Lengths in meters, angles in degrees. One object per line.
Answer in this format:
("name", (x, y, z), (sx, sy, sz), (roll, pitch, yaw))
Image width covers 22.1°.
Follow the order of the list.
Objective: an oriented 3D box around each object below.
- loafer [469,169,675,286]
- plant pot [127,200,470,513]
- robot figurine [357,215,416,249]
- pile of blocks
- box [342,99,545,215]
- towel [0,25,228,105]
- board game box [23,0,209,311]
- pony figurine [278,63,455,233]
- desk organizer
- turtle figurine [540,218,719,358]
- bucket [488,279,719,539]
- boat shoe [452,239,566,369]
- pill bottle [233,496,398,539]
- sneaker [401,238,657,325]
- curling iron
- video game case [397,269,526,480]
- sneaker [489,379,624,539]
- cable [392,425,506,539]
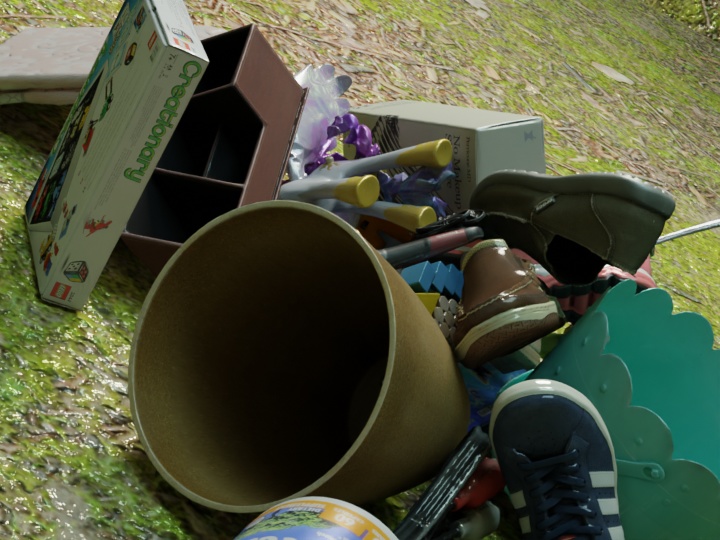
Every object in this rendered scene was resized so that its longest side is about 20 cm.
("loafer", (0.138, -0.028, 1.305), (0.075, 0.070, 0.200), (23, -12, -27))
("plant pot", (-0.013, 0.075, 1.160), (0.186, 0.187, 0.200), (44, 9, 33))
("robot figurine", (0.083, -0.013, 1.609), (0.199, 0.058, 0.145), (27, 22, -6))
("pile of blocks", (0.055, 0.031, 1.332), (0.199, 0.062, 0.083), (10, 68, -50))
("box", (0.064, -0.089, 1.489), (0.068, 0.083, 0.200), (-11, 13, -30))
("towel", (-0.210, -0.166, 1.496), (0.189, 0.032, 0.200), (0, 19, 8))
("board game box", (-0.170, -0.089, 1.252), (0.034, 0.201, 0.126), (20, 23, -25))
("pony figurine", (-0.027, -0.065, 1.428), (0.199, 0.168, 0.193), (1, 20, 38))
("desk organizer", (-0.105, -0.080, 1.344), (0.077, 0.071, 0.201), (52, 38, -37))
("turtle figurine", (0.191, 0.038, 1.517), (0.193, 0.144, 0.201), (21, 55, 6))
("bucket", (0.196, 0.122, 1.295), (0.207, 0.135, 0.208), (35, 28, -21))
("boat shoe", (0.089, 0.019, 1.242), (0.075, 0.074, 0.202), (64, 7, 5))
("pill bottle", (-0.048, 0.195, 0.902), (0.112, 0.112, 0.200), (33, 21, 8))
("sneaker", (0.131, -0.005, 1.431), (0.199, 0.074, 0.087), (7, 44, 3))
("curling iron", (0.000, 0.000, 1.321), (0.050, 0.199, 0.026), (-175, -117, -78))
("video game case", (0.037, 0.065, 1.393), (0.181, 0.046, 0.200), (36, 22, 17))
("sneaker", (0.131, 0.161, 1.147), (0.085, 0.074, 0.201), (-87, 159, -54))
("cable", (0.048, 0.161, 1.125), (0.050, 0.098, 0.200), (29, 22, 11))
